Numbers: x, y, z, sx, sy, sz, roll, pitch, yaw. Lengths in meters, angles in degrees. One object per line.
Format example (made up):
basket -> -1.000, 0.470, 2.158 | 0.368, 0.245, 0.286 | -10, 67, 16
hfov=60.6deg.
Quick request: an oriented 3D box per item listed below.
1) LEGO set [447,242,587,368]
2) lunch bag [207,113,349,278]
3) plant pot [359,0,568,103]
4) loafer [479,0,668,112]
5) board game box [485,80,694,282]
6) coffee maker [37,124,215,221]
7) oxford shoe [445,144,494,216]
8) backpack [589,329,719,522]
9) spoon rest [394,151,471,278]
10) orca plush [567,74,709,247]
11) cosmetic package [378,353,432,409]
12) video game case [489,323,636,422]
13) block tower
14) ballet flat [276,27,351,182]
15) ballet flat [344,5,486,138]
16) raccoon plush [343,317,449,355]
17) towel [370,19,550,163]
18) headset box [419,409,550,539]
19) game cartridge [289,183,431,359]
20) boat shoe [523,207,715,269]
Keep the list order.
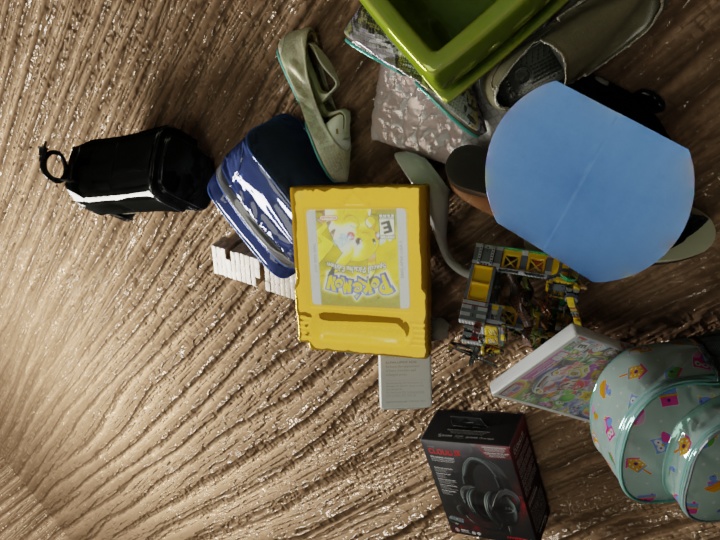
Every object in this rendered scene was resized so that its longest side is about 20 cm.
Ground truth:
LEGO set -> 0.183, 0.065, 0.717 | 0.149, 0.118, 0.202 | 14, 153, 12
lunch bag -> -0.105, -0.093, 0.860 | 0.132, 0.136, 0.202 | -36, 93, 39
plant pot -> 0.087, -0.286, 0.554 | 0.198, 0.181, 0.202 | -39, 83, 10
loafer -> 0.208, -0.215, 0.604 | 0.198, 0.070, 0.075 | -32, 114, 30
board game box -> 0.220, -0.087, 0.605 | 0.198, 0.039, 0.161 | 34, 132, 18
coffee maker -> -0.356, -0.146, 0.964 | 0.195, 0.191, 0.139 | -2, 99, 32
oxford shoe -> 0.189, -0.078, 0.691 | 0.197, 0.072, 0.071 | 29, 170, 20
backpack -> 0.351, 0.165, 0.647 | 0.193, 0.155, 0.180 | -4, 119, 4
spoon rest -> 0.103, -0.064, 0.771 | 0.060, 0.100, 0.201 | -39, 98, 10
orca plush -> 0.265, -0.114, 0.615 | 0.103, 0.071, 0.205 | -23, 85, 27
cosmetic package -> 0.056, 0.070, 0.815 | 0.072, 0.102, 0.207 | -3, 92, 1
video game case -> 0.273, 0.131, 0.734 | 0.196, 0.018, 0.144 | 19, 135, -25
block tower -> -0.148, -0.006, 0.993 | 0.195, 0.054, 0.059 | 18, 125, 24
ballet flat -> -0.047, -0.214, 0.803 | 0.061, 0.068, 0.204 | -17, 106, 28
ballet flat -> 0.070, -0.229, 0.674 | 0.199, 0.072, 0.073 | 39, 130, 7
raccoon plush -> 0.026, 0.039, 0.908 | 0.194, 0.097, 0.138 | -10, 98, 4
towel -> 0.104, -0.223, 0.717 | 0.187, 0.032, 0.205 | 24, 126, 21
headset box -> 0.186, 0.301, 0.927 | 0.146, 0.077, 0.205 | -5, 114, 35
game cartridge -> 0.000, 0.000, 0.741 | 0.171, 0.032, 0.207 | 1, 101, 20
boat shoe -> 0.284, -0.029, 0.687 | 0.195, 0.073, 0.062 | -5, 154, 31
